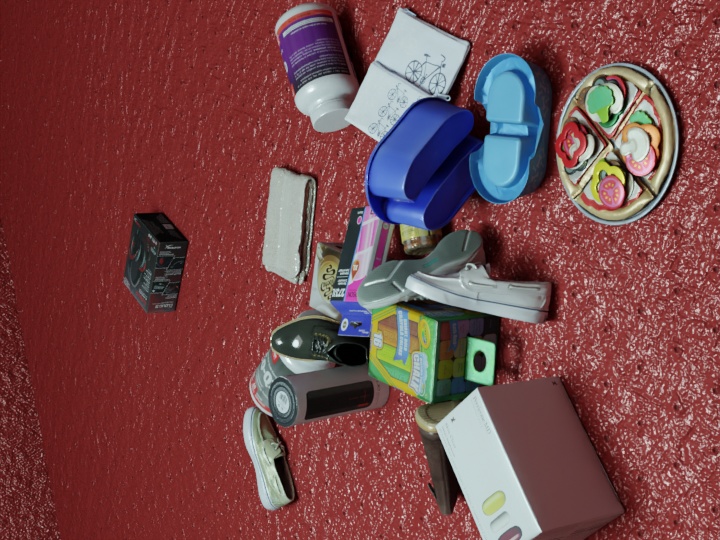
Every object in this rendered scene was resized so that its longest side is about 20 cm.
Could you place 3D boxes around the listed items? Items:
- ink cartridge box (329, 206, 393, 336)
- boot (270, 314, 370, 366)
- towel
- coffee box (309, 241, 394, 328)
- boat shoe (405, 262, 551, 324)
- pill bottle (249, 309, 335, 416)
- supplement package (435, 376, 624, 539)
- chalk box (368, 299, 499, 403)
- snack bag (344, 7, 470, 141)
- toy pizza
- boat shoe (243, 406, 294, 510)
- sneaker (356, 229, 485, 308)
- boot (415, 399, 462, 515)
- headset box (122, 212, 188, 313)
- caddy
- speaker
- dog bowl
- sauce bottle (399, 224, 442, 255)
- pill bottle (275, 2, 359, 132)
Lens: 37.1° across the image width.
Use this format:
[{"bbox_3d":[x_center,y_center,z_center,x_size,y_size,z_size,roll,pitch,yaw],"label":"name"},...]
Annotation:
[{"bbox_3d":[0.000,0.000,1.652,0.094,0.037,0.202,-3,74,59],"label":"ink cartridge box"},{"bbox_3d":[-0.063,0.118,1.725,0.198,0.138,0.078,-4,96,13],"label":"boot"},{"bbox_3d":[-0.135,-0.085,1.983,0.132,0.034,0.202,22,111,51],"label":"towel"},{"bbox_3d":[0.006,0.031,1.751,0.199,0.079,0.114,25,110,52],"label":"coffee box"},{"bbox_3d":[0.163,0.021,1.468,0.074,0.198,0.066,-62,-15,-85],"label":"boat shoe"},{"bbox_3d":[-0.112,0.165,1.902,0.200,0.113,0.115,-55,50,42],"label":"pill bottle"},{"bbox_3d":[0.219,0.258,1.403,0.111,0.154,0.201,-51,53,43],"label":"supplement package"},{"bbox_3d":[0.118,0.115,1.561,0.199,0.123,0.126,17,107,53],"label":"chalk box"},{"bbox_3d":[0.070,-0.288,1.638,0.188,0.021,0.201,40,107,45],"label":"snack bag"},{"bbox_3d":[0.312,-0.158,1.341,0.199,0.031,0.203,7,98,55],"label":"toy pizza"},{"bbox_3d":[-0.171,0.356,2.057,0.062,0.072,0.202,-22,77,28],"label":"boat shoe"},{"bbox_3d":[0.092,0.017,1.546,0.081,0.199,0.071,65,-177,-45],"label":"sneaker"},{"bbox_3d":[0.125,0.272,1.552,0.200,0.071,0.168,-29,-67,-83],"label":"boot"},{"bbox_3d":[-0.468,-0.009,2.428,0.149,0.074,0.202,43,126,44],"label":"headset box"},{"bbox_3d":[0.091,-0.153,1.529,0.105,0.142,0.200,21,65,47],"label":"caddy"},{"bbox_3d":[-0.049,0.199,1.742,0.081,0.199,0.082,6,98,48],"label":"speaker"},{"bbox_3d":[0.208,-0.192,1.465,0.111,0.049,0.202,14,104,49],"label":"dog bowl"},{"bbox_3d":[0.085,-0.126,1.642,0.066,0.065,0.202,-23,68,53],"label":"sauce bottle"},{"bbox_3d":[-0.069,-0.339,1.799,0.112,0.112,0.202,-38,62,49],"label":"pill bottle"}]
